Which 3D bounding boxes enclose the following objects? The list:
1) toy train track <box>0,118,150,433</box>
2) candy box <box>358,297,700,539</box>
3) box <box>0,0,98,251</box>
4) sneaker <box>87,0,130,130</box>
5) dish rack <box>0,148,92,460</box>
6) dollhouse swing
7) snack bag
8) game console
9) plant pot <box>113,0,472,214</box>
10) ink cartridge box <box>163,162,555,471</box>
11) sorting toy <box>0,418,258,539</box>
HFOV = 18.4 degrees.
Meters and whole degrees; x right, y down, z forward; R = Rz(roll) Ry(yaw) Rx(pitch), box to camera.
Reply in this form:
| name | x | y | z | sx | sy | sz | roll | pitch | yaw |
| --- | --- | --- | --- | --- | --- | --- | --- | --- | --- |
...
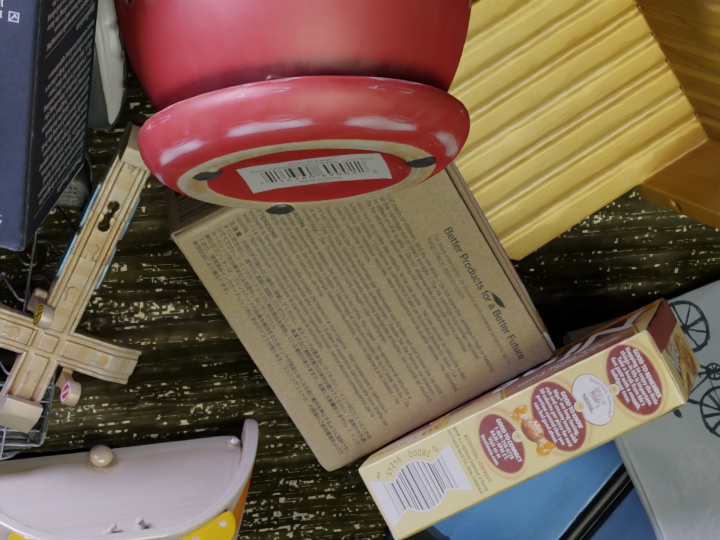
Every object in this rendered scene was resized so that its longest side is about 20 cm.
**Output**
| name | x | y | z | sx | sy | sz | roll | pitch | yaw |
| --- | --- | --- | --- | --- | --- | --- | --- | --- | --- |
| toy train track | -0.161 | 0.009 | 1.277 | 0.115 | 0.033 | 0.200 | 20 | 106 | -26 |
| candy box | 0.106 | 0.091 | 1.374 | 0.200 | 0.115 | 0.055 | -27 | 93 | 16 |
| box | -0.222 | -0.133 | 1.167 | 0.148 | 0.107 | 0.200 | 14 | 121 | 7 |
| sneaker | -0.182 | -0.171 | 1.243 | 0.085 | 0.074 | 0.200 | -12 | 112 | 2 |
| dish rack | -0.241 | 0.018 | 1.305 | 0.153 | 0.055 | 0.200 | 4 | 113 | -19 |
| dollhouse swing | 0.142 | -0.092 | 1.331 | 0.176 | 0.182 | 0.200 | -39 | 119 | -12 |
| snack bag | 0.253 | 0.097 | 1.449 | 0.200 | 0.021 | 0.189 | -19 | 73 | -16 |
| game console | 0.150 | 0.169 | 1.466 | 0.200 | 0.171 | 0.118 | -51 | 144 | 7 |
| plant pot | -0.034 | -0.137 | 1.188 | 0.200 | 0.200 | 0.183 | 0 | 75 | -18 |
| ink cartridge box | 0.000 | 0.000 | 1.350 | 0.165 | 0.075 | 0.200 | -28 | 118 | 5 |
| sorting toy | -0.158 | 0.198 | 1.398 | 0.200 | 0.107 | 0.180 | -6 | 133 | -16 |
